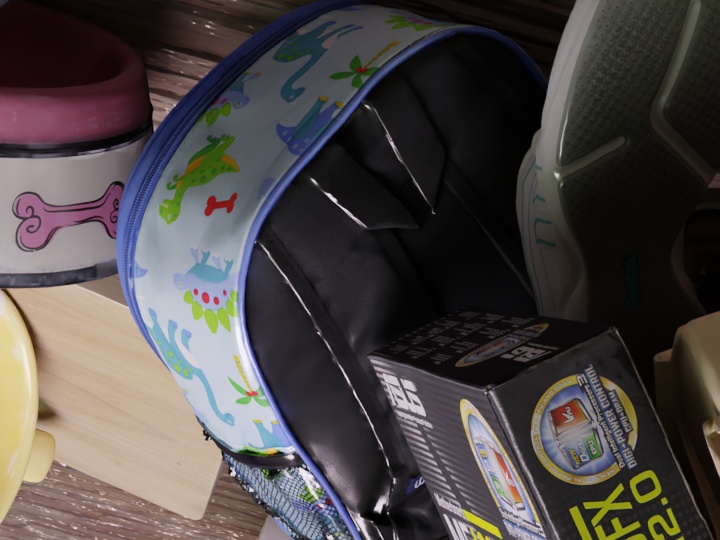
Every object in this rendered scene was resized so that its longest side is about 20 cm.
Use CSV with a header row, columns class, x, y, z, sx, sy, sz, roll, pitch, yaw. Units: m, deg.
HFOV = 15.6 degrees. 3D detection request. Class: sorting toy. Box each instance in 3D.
class,x,y,z,sx,sy,sz,roll,pitch,yaw
sorting toy,-0.143,0.018,1.255,0.199,0.070,0.199,24,152,1

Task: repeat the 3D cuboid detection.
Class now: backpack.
class,x,y,z,sx,sy,sz,roll,pitch,yaw
backpack,0.000,0.000,1.003,0.147,0.183,0.200,23,153,45

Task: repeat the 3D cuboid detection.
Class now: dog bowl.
class,x,y,z,sx,sy,sz,roll,pitch,yaw
dog bowl,-0.172,-0.062,1.038,0.199,0.200,0.074,16,109,13

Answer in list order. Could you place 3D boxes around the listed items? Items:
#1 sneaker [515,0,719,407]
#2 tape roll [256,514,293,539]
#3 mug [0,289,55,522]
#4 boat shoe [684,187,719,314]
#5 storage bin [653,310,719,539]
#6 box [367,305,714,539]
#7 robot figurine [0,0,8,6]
class,x,y,z,sx,sy,sz,roll,pitch,yaw
sneaker,0.080,-0.032,0.881,0.070,0.080,0.201,-12,132,-16
tape roll,-0.038,0.188,1.329,0.071,0.203,0.203,23,152,0
mug,-0.246,0.070,1.208,0.153,0.150,0.187,13,144,35
boat shoe,0.145,0.013,0.932,0.072,0.068,0.200,25,172,-3
storage bin,0.203,0.069,0.824,0.199,0.094,0.199,-19,145,-4
box,0.069,0.094,0.837,0.161,0.044,0.200,65,171,-6
robot figurine,-0.166,-0.157,0.912,0.125,0.150,0.200,49,157,17
